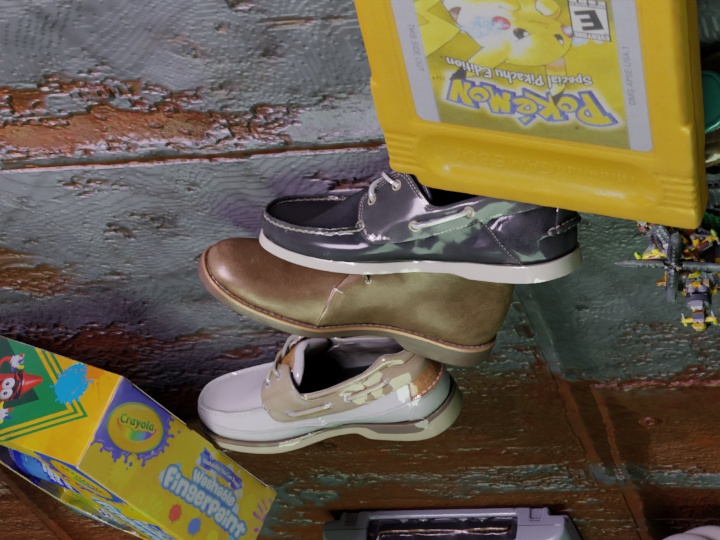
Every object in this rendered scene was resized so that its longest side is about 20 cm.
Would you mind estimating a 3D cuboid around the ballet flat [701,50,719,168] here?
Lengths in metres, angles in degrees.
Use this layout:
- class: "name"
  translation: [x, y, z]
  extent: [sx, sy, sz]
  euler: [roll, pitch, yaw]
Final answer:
- class: "ballet flat"
  translation: [0.214, -0.087, 1.190]
  extent: [0.199, 0.068, 0.072]
  euler: [-18, 163, 38]

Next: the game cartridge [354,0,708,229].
- class: "game cartridge"
  translation: [0.085, -0.103, 1.147]
  extent: [0.175, 0.033, 0.201]
  euler: [10, 143, 19]

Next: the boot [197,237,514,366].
- class: "boot"
  translation: [0.000, 0.000, 1.400]
  extent: [0.199, 0.074, 0.076]
  euler: [11, 133, -16]

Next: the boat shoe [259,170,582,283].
- class: "boat shoe"
  translation: [0.033, -0.036, 1.332]
  extent: [0.199, 0.072, 0.068]
  euler: [2, 116, 22]

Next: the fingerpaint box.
- class: "fingerpaint box"
  translation: [-0.183, 0.128, 1.591]
  extent: [0.166, 0.074, 0.200]
  euler: [15, 161, 38]

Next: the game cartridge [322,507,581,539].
- class: "game cartridge"
  translation: [0.082, 0.233, 1.826]
  extent: [0.199, 0.042, 0.133]
  euler: [-4, 146, 18]

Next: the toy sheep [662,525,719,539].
- class: "toy sheep"
  translation: [0.274, 0.255, 1.728]
  extent: [0.199, 0.139, 0.137]
  euler: [25, 147, -38]

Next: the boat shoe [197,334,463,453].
- class: "boat shoe"
  translation: [-0.030, 0.075, 1.533]
  extent: [0.199, 0.075, 0.069]
  euler: [-8, 129, 28]

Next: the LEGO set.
- class: "LEGO set"
  translation: [0.245, 0.000, 1.274]
  extent: [0.198, 0.117, 0.154]
  euler: [1, 151, 10]
